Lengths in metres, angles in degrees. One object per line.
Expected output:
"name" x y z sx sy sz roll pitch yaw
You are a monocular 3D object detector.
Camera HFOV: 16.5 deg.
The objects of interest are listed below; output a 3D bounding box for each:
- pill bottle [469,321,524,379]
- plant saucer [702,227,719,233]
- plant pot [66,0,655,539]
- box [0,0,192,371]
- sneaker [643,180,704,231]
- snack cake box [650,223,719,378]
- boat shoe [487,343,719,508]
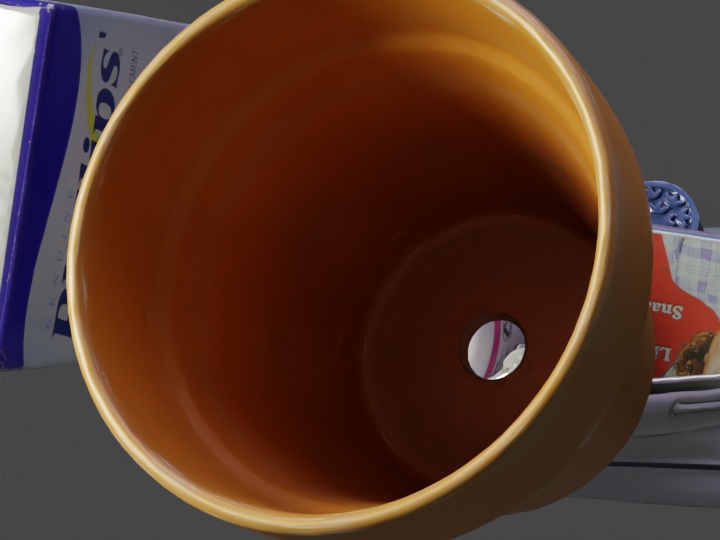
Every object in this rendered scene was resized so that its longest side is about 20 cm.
"pill bottle" 0.036 0.022 1.181 0.113 0.114 0.200 9 4 19
"plant saucer" 0.273 0.021 1.560 0.201 0.039 0.201 32 -9 6
"plant pot" 0.023 0.013 0.906 0.200 0.201 0.183 9 -12 25
"box" -0.169 -0.047 1.283 0.105 0.184 0.200 11 5 21
"sneaker" 0.094 0.023 1.331 0.200 0.070 0.078 -24 -28 0
"snack cake box" 0.186 0.045 1.135 0.200 0.115 0.067 10 4 22
"boat shoe" 0.083 0.061 1.061 0.200 0.066 0.074 6 5 -25
